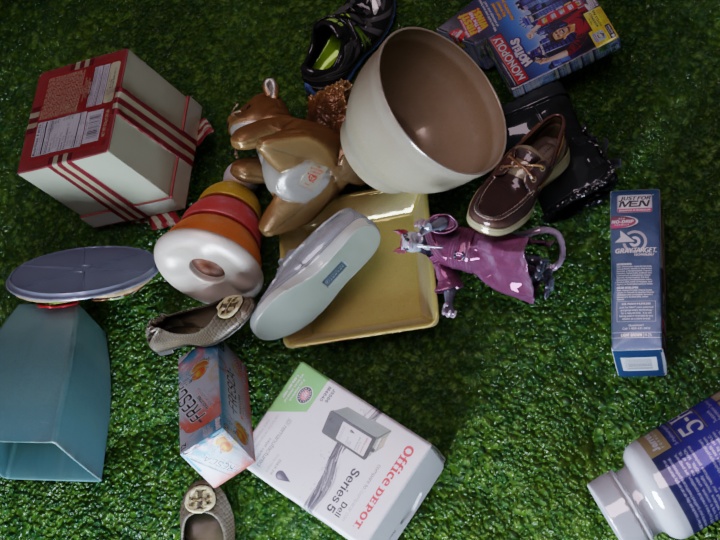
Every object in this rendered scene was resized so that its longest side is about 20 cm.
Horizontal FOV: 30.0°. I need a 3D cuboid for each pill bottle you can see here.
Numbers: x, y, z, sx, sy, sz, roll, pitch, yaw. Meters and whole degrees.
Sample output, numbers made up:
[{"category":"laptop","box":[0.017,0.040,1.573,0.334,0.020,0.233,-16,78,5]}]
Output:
[{"category":"pill bottle","box":[0.358,0.223,1.474,0.200,0.120,0.120,-31,63,1]}]

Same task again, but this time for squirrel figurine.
[{"category":"squirrel figurine","box":[-0.077,-0.169,1.739,0.200,0.142,0.187,-18,38,-13]}]

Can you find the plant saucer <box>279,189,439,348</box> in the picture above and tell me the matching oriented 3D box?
[{"category":"plant saucer","box":[0.000,0.000,1.709,0.200,0.048,0.200,-9,65,12]}]

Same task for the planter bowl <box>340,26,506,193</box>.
[{"category":"planter bowl","box":[0.060,-0.174,1.634,0.135,0.200,0.201,-35,55,43]}]

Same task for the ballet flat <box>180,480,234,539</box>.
[{"category":"ballet flat","box":[-0.187,0.347,1.610,0.067,0.046,0.200,-8,66,12]}]

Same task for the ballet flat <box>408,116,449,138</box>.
[{"category":"ballet flat","box":[0.036,-0.187,1.775,0.200,0.069,0.070,25,77,28]}]

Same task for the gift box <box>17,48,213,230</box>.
[{"category":"gift box","box":[-0.313,-0.163,1.785,0.200,0.187,0.185,-4,64,31]}]

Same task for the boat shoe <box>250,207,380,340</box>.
[{"category":"boat shoe","box":[-0.064,0.002,1.671,0.201,0.070,0.072,-43,43,-2]}]

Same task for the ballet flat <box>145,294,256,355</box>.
[{"category":"ballet flat","box":[-0.207,0.064,1.690,0.200,0.046,0.067,-17,30,45]}]

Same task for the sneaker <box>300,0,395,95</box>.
[{"category":"sneaker","box":[-0.017,-0.326,1.829,0.071,0.083,0.200,27,77,24]}]

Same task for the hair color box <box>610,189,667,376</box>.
[{"category":"hair color box","box":[0.327,0.015,1.580,0.060,0.100,0.200,-2,68,14]}]

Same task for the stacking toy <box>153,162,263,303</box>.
[{"category":"stacking toy","box":[-0.172,-0.068,1.759,0.146,0.146,0.200,6,53,18]}]

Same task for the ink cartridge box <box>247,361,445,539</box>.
[{"category":"ink cartridge box","box":[-0.023,0.225,1.601,0.200,0.084,0.146,30,79,24]}]

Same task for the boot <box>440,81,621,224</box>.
[{"category":"boot","box":[0.215,-0.132,1.694,0.198,0.073,0.163,-27,68,4]}]

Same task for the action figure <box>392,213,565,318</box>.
[{"category":"action figure","box":[0.134,-0.031,1.613,0.200,0.134,0.149,15,41,21]}]

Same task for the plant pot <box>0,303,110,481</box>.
[{"category":"plant pot","box":[-0.400,0.150,1.713,0.141,0.141,0.200,0,62,16]}]

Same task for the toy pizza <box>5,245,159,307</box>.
[{"category":"toy pizza","box":[-0.359,0.011,1.753,0.200,0.200,0.032,2,109,16]}]

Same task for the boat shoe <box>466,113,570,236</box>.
[{"category":"boat shoe","box":[0.189,-0.118,1.575,0.072,0.072,0.200,28,49,24]}]

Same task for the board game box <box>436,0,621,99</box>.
[{"category":"board game box","box":[0.213,-0.310,1.759,0.200,0.062,0.200,-26,55,8]}]

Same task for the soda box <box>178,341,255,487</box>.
[{"category":"soda box","box":[-0.175,0.166,1.622,0.064,0.068,0.200,-33,29,11]}]
